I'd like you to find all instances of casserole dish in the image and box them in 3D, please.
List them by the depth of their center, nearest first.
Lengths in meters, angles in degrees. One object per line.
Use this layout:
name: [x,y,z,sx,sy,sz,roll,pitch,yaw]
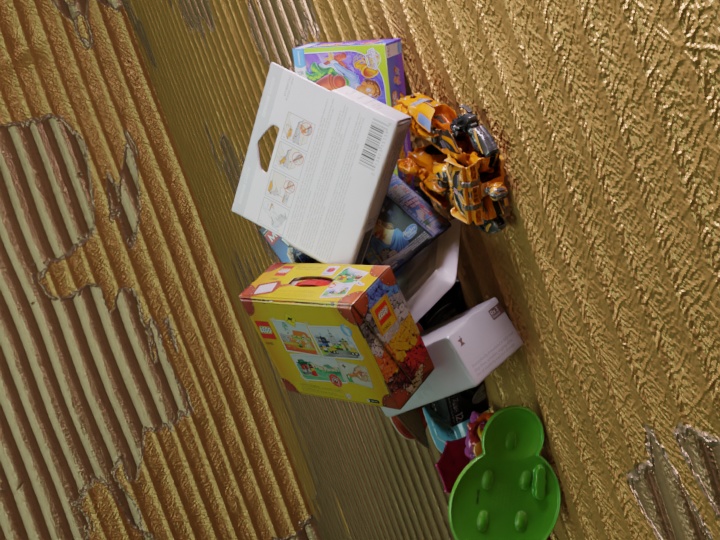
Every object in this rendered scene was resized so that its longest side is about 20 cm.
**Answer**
casserole dish: [0.142,0.237,1.527,0.123,0.038,0.200,71,164,-9]

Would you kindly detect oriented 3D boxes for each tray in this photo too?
tray: [0.067,0.021,1.296,0.200,0.022,0.109,-50,25,47]

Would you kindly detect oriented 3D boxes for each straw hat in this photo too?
straw hat: [0.070,0.152,1.496,0.202,0.085,0.201,52,-177,-3]

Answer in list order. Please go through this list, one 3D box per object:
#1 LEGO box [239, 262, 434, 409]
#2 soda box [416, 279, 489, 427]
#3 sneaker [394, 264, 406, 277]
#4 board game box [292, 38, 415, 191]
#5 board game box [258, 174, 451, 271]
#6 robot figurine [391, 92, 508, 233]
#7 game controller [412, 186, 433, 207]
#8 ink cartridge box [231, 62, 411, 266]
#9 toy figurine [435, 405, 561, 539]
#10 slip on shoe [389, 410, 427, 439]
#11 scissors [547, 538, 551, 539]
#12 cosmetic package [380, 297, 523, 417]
LEGO box: [-0.030,0.074,1.213,0.198,0.077,0.150,3,126,44]
soda box: [0.116,0.106,1.394,0.071,0.063,0.203,34,143,62]
sneaker: [0.000,0.000,1.378,0.077,0.070,0.200,36,140,-4]
board game box: [-0.007,-0.183,1.281,0.133,0.045,0.203,4,111,30]
board game box: [-0.024,-0.073,1.264,0.199,0.062,0.201,-38,86,32]
robot figurine: [0.102,-0.121,1.155,0.200,0.057,0.147,-132,25,-54]
game controller: [0.021,-0.068,1.374,0.198,0.042,0.105,5,131,39]
ink cartridge box: [-0.050,-0.121,1.202,0.172,0.043,0.202,29,117,18]
toy figurine: [0.161,0.249,1.338,0.184,0.147,0.204,-144,57,-74]
slip on shoe: [0.083,0.198,1.626,0.061,0.073,0.203,46,149,47]
scissors: [0.210,0.321,1.396,0.201,0.014,0.073,55,166,16]
cosmetic package: [0.099,0.112,1.267,0.075,0.101,0.199,58,145,-2]
